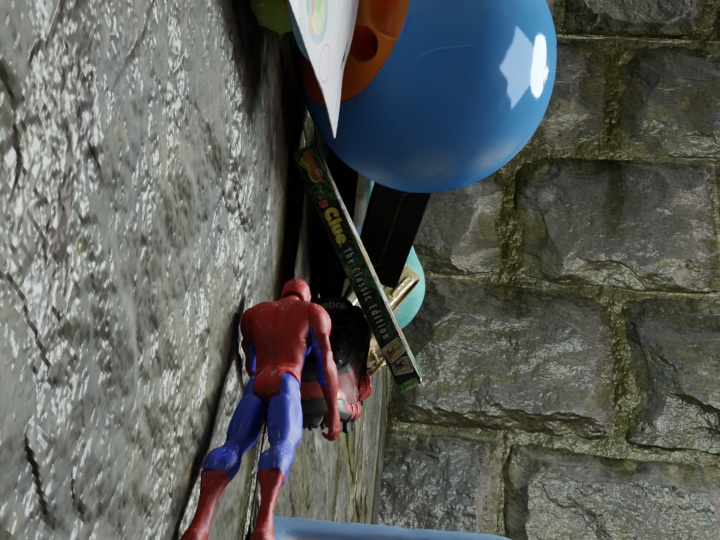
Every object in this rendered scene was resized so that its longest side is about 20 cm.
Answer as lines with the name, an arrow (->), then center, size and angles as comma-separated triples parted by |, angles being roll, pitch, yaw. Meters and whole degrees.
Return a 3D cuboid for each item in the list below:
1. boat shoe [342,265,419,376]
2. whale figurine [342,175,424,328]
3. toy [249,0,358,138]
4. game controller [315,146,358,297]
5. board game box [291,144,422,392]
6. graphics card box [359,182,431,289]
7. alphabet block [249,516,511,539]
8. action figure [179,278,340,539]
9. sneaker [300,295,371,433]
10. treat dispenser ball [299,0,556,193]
boat shoe -> 0.003, 0.061, 0.932 | 0.074, 0.066, 0.201 | 113, 3, -57
whale figurine -> 0.022, -0.025, 1.094 | 0.159, 0.103, 0.202 | 86, 7, -79
toy -> -0.040, -0.180, 0.567 | 0.200, 0.047, 0.116 | 76, 22, -65
game controller -> -0.016, -0.067, 0.993 | 0.105, 0.042, 0.202 | 84, 12, -64
board game box -> 0.000, 0.000, 0.797 | 0.105, 0.023, 0.201 | 65, 1, -86
graphics card box -> 0.042, -0.092, 0.943 | 0.201, 0.050, 0.126 | -74, -177, -54
alphabet block -> 0.007, 0.306, 0.650 | 0.196, 0.194, 0.202 | -69, 163, -69
action figure -> -0.049, 0.095, 0.583 | 0.201, 0.065, 0.100 | -80, 164, -44
sneaker -> -0.030, 0.071, 0.768 | 0.200, 0.070, 0.099 | -29, 119, -83
treat dispenser ball -> 0.051, -0.162, 0.763 | 0.201, 0.199, 0.203 | 4, 90, -85
